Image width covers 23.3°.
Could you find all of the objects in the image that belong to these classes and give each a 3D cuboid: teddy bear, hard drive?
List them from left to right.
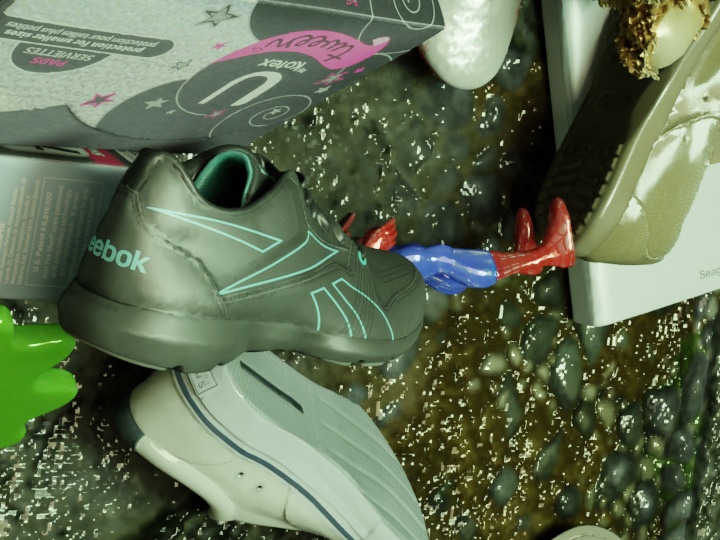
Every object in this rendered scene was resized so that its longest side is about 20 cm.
[{"bbox_3d":[0.125,-0.184,0.821,0.145,0.066,0.201,59,27,-67],"label":"teddy bear"},{"bbox_3d":[0.161,-0.082,0.938,0.132,0.027,0.201,-15,106,-29],"label":"hard drive"}]

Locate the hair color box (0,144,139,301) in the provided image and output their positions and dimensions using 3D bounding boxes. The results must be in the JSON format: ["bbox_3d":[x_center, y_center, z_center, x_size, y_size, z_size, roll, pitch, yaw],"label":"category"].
[{"bbox_3d":[-0.182,-0.034,0.682,0.199,0.099,0.061,3,108,-32],"label":"hair color box"}]

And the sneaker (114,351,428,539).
[{"bbox_3d":[-0.038,0.092,0.824,0.071,0.073,0.200,-28,134,19],"label":"sneaker"}]

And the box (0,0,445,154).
[{"bbox_3d":[-0.087,-0.118,0.638,0.200,0.132,0.115,-3,72,-51],"label":"box"}]

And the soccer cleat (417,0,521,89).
[{"bbox_3d":[0.061,-0.186,0.823,0.068,0.085,0.201,1,97,-32],"label":"soccer cleat"}]

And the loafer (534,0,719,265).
[{"bbox_3d":[0.158,-0.090,0.880,0.067,0.076,0.200,30,91,-33],"label":"loafer"}]

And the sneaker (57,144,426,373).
[{"bbox_3d":[-0.031,-0.005,0.697,0.200,0.075,0.080,-1,107,-56],"label":"sneaker"}]

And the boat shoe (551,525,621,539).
[{"bbox_3d":[0.091,0.233,0.940,0.063,0.072,0.201,64,49,-71],"label":"boat shoe"}]

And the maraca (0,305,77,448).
[{"bbox_3d":[-0.207,0.058,0.668,0.199,0.137,0.107,-13,68,-15],"label":"maraca"}]

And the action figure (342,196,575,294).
[{"bbox_3d":[0.000,0.000,0.825,0.199,0.065,0.052,-15,95,-21],"label":"action figure"}]
